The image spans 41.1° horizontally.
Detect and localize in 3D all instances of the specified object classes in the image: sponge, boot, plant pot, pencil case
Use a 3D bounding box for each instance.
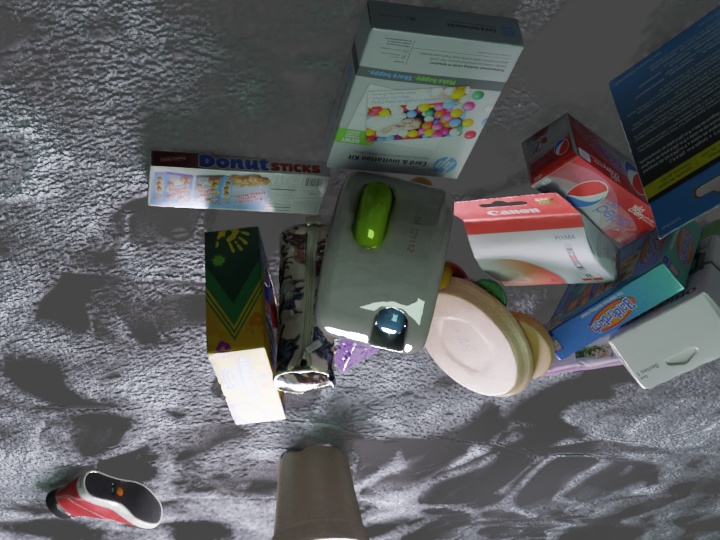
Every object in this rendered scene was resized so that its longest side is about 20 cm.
[{"bbox_3d":[0.026,0.071,1.285,0.110,0.030,0.200,-30,166,-19],"label":"sponge"},{"bbox_3d":[-0.483,0.444,1.805,0.143,0.073,0.199,-28,134,30],"label":"boot"},{"bbox_3d":[-0.079,0.431,1.753,0.196,0.186,0.202,-5,147,-3],"label":"plant pot"},{"bbox_3d":[-0.064,0.041,1.148,0.076,0.204,0.089,7,159,-16],"label":"pencil case"}]

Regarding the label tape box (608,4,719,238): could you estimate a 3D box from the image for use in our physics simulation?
[{"bbox_3d":[0.339,-0.137,0.938,0.063,0.203,0.143,22,138,-38],"label":"label tape box"}]

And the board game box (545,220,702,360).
[{"bbox_3d":[0.336,0.018,1.235,0.045,0.152,0.199,47,130,-4],"label":"board game box"}]

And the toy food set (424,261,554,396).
[{"bbox_3d":[0.153,0.083,1.284,0.049,0.198,0.200,-41,175,-32],"label":"toy food set"}]

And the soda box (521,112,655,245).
[{"bbox_3d":[0.273,-0.101,1.112,0.198,0.064,0.070,24,136,-39],"label":"soda box"}]

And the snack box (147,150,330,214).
[{"bbox_3d":[-0.136,-0.097,1.072,0.196,0.025,0.072,2,147,-15],"label":"snack box"}]

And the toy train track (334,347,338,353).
[{"bbox_3d":[-0.057,0.076,1.355,0.113,0.033,0.201,15,136,-19],"label":"toy train track"}]

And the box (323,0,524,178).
[{"bbox_3d":[0.057,-0.176,0.974,0.153,0.042,0.201,3,147,-15],"label":"box"}]

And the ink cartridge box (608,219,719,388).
[{"bbox_3d":[0.411,0.041,1.227,0.145,0.200,0.085,-35,99,36],"label":"ink cartridge box"}]

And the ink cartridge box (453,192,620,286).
[{"bbox_3d":[0.204,-0.032,1.154,0.160,0.051,0.199,-2,163,36],"label":"ink cartridge box"}]

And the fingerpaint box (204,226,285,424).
[{"bbox_3d":[-0.141,0.073,1.201,0.072,0.169,0.201,-6,147,0],"label":"fingerpaint box"}]

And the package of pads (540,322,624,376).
[{"bbox_3d":[0.340,0.106,1.407,0.196,0.077,0.121,-10,172,5],"label":"package of pads"}]

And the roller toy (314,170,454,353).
[{"bbox_3d":[0.033,-0.008,1.058,0.137,0.200,0.186,13,103,2],"label":"roller toy"}]
